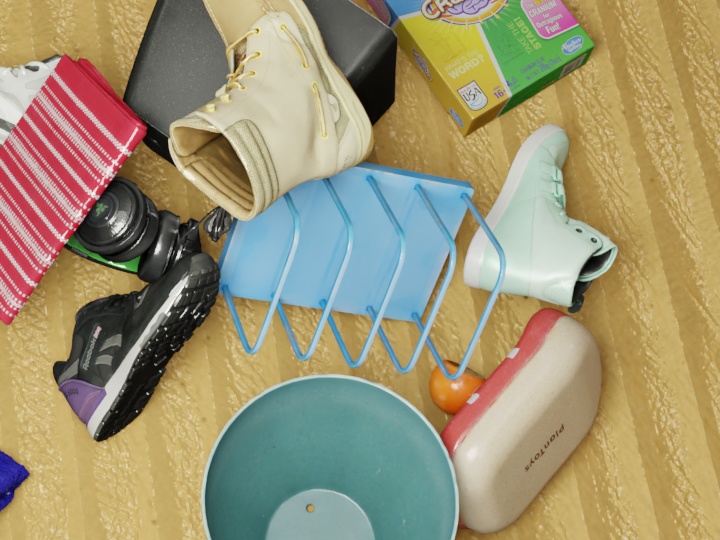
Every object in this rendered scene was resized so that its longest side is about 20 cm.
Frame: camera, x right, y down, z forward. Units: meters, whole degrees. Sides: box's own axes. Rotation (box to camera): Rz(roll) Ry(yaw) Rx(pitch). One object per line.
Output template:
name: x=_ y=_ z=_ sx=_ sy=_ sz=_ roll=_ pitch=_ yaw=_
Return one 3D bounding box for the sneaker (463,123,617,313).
sneaker: x=0.179 y=-0.044 z=1.276 sx=0.117 sy=0.074 sz=0.201 roll=17 pitch=51 yaw=16

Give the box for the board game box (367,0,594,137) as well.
board game box: x=0.107 y=-0.250 z=1.383 sx=0.152 sy=0.040 sz=0.201 roll=-32 pitch=77 yaw=-16

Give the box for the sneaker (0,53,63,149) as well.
sneaker: x=-0.330 y=-0.163 z=1.294 sx=0.200 sy=0.076 sz=0.116 roll=36 pitch=61 yaw=-2

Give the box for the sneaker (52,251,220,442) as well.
sneaker: x=-0.194 y=0.046 z=1.173 sx=0.088 sy=0.201 sz=0.076 roll=45 pitch=28 yaw=14

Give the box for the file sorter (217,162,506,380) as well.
file sorter: x=0.000 y=0.000 z=1.176 sx=0.198 sy=0.140 sz=0.123 roll=9 pitch=29 yaw=-24

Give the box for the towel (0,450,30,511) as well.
towel: x=-0.379 y=0.143 z=1.144 sx=0.199 sy=0.050 sz=0.148 roll=33 pitch=32 yaw=4

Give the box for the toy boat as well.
toy boat: x=0.114 y=0.115 z=1.226 sx=0.130 sy=0.131 sz=0.200 roll=30 pitch=67 yaw=36

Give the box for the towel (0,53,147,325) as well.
towel: x=-0.263 y=-0.071 z=1.188 sx=0.201 sy=0.022 sz=0.145 roll=-53 pitch=47 yaw=7

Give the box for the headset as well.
headset: x=-0.176 y=-0.041 z=1.198 sx=0.123 sy=0.199 sz=0.095 roll=31 pitch=69 yaw=-41

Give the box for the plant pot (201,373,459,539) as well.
plant pot: x=-0.028 y=0.202 z=1.151 sx=0.197 sy=0.135 sz=0.203 roll=2 pitch=64 yaw=-5

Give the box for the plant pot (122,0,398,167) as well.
plant pot: x=-0.098 y=-0.161 z=1.255 sx=0.199 sy=0.200 sz=0.178 roll=35 pitch=82 yaw=6

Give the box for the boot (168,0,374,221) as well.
boot: x=-0.094 y=-0.143 z=1.091 sx=0.155 sy=0.073 sz=0.201 roll=-32 pitch=89 yaw=-45
